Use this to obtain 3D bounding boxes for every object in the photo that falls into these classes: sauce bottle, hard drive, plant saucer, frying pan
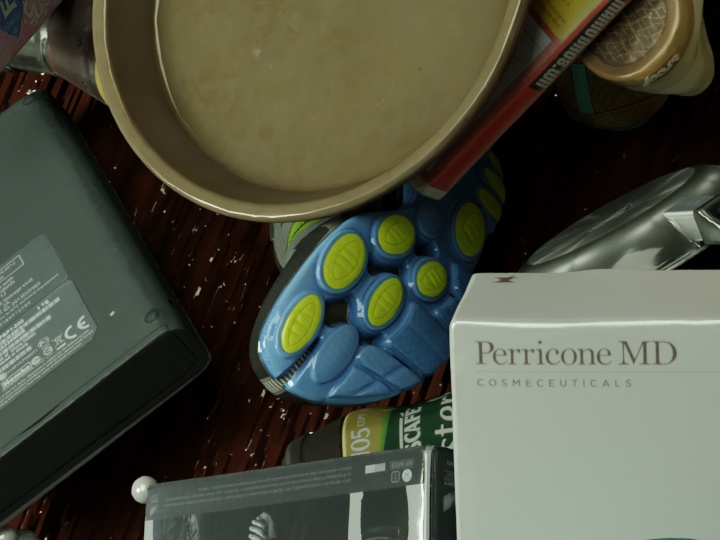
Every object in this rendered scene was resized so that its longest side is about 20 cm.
[{"bbox_3d":[-0.083,-0.096,1.285,0.200,0.066,0.066,9,68,32],"label":"sauce bottle"},{"bbox_3d":[-0.157,0.017,1.251,0.140,0.033,0.200,-38,41,3],"label":"hard drive"},{"bbox_3d":[-0.016,-0.114,1.133,0.200,0.029,0.200,-7,74,28],"label":"plant saucer"},{"bbox_3d":[0.108,-0.007,1.084,0.115,0.190,0.031,-31,95,-4],"label":"frying pan"}]

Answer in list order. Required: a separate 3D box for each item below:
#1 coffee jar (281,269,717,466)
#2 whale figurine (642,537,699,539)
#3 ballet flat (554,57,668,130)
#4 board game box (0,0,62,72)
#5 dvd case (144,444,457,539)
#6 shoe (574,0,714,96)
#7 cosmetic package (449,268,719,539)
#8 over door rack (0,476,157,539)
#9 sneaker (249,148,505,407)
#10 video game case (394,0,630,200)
[{"bbox_3d":[0.067,0.081,1.094,0.200,0.085,0.104,-23,44,14],"label":"coffee jar"},{"bbox_3d":[0.115,0.176,0.931,0.159,0.200,0.104,-29,16,10],"label":"whale figurine"},{"bbox_3d":[0.114,-0.157,1.212,0.068,0.072,0.200,6,66,26],"label":"ballet flat"},{"bbox_3d":[-0.165,-0.215,1.261,0.041,0.200,0.200,-4,32,24],"label":"board game box"},{"bbox_3d":[-0.025,0.169,1.040,0.150,0.025,0.200,-11,73,43],"label":"dvd case"},{"bbox_3d":[0.085,-0.149,1.155,0.070,0.053,0.200,-39,59,27],"label":"shoe"},{"bbox_3d":[0.087,0.104,1.004,0.101,0.071,0.200,-1,104,10],"label":"cosmetic package"},{"bbox_3d":[-0.134,0.189,1.151,0.148,0.067,0.200,-19,57,17],"label":"over door rack"},{"bbox_3d":[0.000,0.000,1.155,0.083,0.071,0.200,-26,19,29],"label":"sneaker"},{"bbox_3d":[0.057,-0.146,1.127,0.200,0.017,0.143,-46,58,18],"label":"video game case"}]
